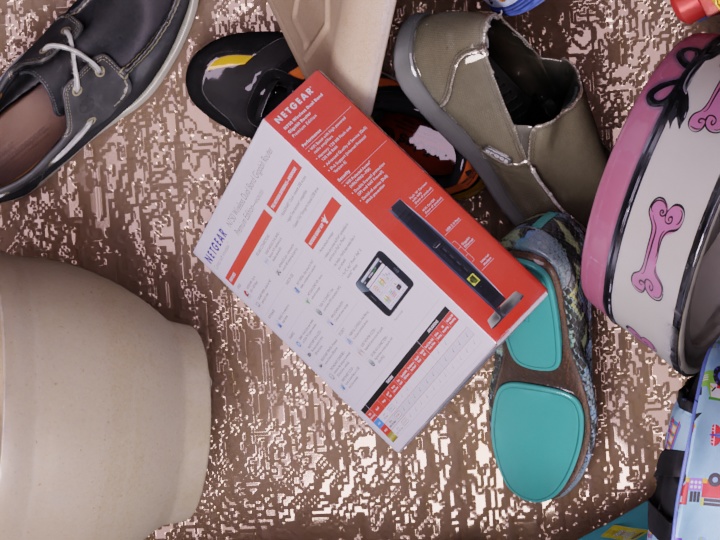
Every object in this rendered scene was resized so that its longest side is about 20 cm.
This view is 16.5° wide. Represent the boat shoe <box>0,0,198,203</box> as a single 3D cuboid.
[{"bbox_3d":[-0.174,-0.118,1.524,0.072,0.068,0.200,45,98,6],"label":"boat shoe"}]

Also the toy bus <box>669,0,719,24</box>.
[{"bbox_3d":[0.237,-0.195,1.390,0.192,0.200,0.136,-25,89,18],"label":"toy bus"}]

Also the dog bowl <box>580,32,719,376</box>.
[{"bbox_3d":[0.193,-0.045,1.409,0.074,0.200,0.201,24,97,20],"label":"dog bowl"}]

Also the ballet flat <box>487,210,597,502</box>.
[{"bbox_3d":[0.114,0.049,1.474,0.074,0.074,0.200,6,131,9],"label":"ballet flat"}]

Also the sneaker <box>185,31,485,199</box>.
[{"bbox_3d":[-0.015,-0.095,1.486,0.199,0.090,0.070,20,97,7],"label":"sneaker"}]

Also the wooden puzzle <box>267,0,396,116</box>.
[{"bbox_3d":[-0.014,-0.209,1.419,0.046,0.200,0.186,-6,130,-23],"label":"wooden puzzle"}]

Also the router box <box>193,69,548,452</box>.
[{"bbox_3d":[0.000,0.000,1.440,0.179,0.200,0.049,44,64,4],"label":"router box"}]

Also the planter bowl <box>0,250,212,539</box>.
[{"bbox_3d":[-0.166,0.090,1.487,0.134,0.200,0.201,3,95,-18],"label":"planter bowl"}]

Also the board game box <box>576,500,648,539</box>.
[{"bbox_3d":[0.121,0.243,1.431,0.200,0.047,0.152,-23,109,-32],"label":"board game box"}]

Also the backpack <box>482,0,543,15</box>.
[{"bbox_3d":[0.097,-0.239,1.397,0.154,0.200,0.191,26,71,-9],"label":"backpack"}]

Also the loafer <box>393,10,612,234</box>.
[{"bbox_3d":[0.102,-0.079,1.434,0.070,0.200,0.075,-16,47,42],"label":"loafer"}]

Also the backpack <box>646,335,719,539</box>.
[{"bbox_3d":[0.228,0.119,1.334,0.134,0.200,0.183,11,93,19],"label":"backpack"}]
